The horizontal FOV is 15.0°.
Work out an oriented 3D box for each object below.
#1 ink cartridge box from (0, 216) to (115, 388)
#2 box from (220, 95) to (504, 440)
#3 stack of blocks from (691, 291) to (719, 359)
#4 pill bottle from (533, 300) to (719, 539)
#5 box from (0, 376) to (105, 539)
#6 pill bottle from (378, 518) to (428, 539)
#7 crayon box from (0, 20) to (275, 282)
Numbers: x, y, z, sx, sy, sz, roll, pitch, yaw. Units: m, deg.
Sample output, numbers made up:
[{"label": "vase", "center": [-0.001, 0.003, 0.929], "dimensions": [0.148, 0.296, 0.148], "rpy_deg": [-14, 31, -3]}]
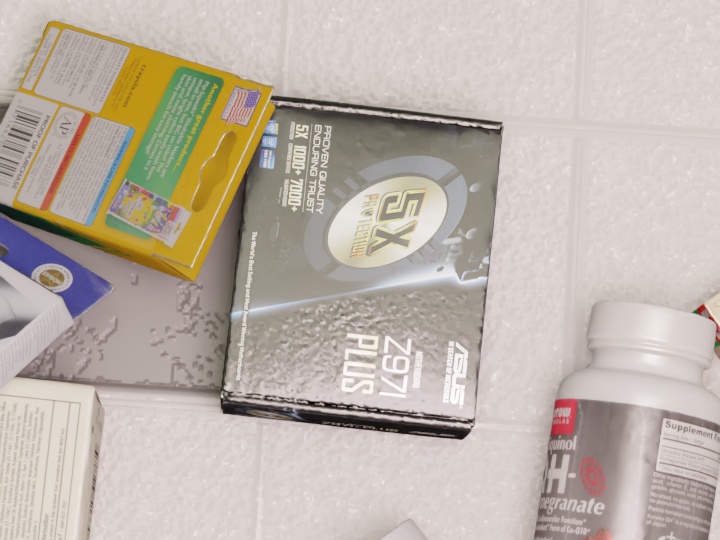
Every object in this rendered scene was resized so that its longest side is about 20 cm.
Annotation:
[{"label": "ink cartridge box", "center": [-0.286, 0.007, 1.698], "dimensions": [0.199, 0.041, 0.200], "rpy_deg": [30, 49, 20]}, {"label": "box", "center": [0.000, 0.000, 1.763], "dimensions": [0.163, 0.086, 0.201], "rpy_deg": [7, 81, -2]}, {"label": "stack of blocks", "center": [0.330, 0.017, 1.789], "dimensions": [0.199, 0.059, 0.115], "rpy_deg": [-35, 85, -7]}, {"label": "pill bottle", "center": [0.172, 0.126, 1.741], "dimensions": [0.110, 0.111, 0.201], "rpy_deg": [10, 81, -1]}, {"label": "box", "center": [-0.267, 0.130, 1.721], "dimensions": [0.199, 0.109, 0.129], "rpy_deg": [6, 81, -1]}, {"label": "pill bottle", "center": [0.053, 0.263, 1.714], "dimensions": [0.114, 0.114, 0.200], "rpy_deg": [-36, 84, -7]}, {"label": "crayon box", "center": [-0.140, -0.073, 1.733], "dimensions": [0.199, 0.052, 0.126], "rpy_deg": [19, 80, 37]}]
